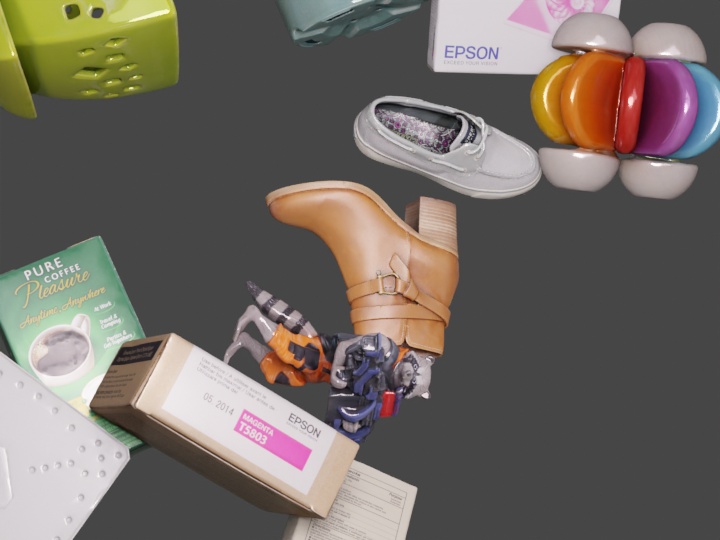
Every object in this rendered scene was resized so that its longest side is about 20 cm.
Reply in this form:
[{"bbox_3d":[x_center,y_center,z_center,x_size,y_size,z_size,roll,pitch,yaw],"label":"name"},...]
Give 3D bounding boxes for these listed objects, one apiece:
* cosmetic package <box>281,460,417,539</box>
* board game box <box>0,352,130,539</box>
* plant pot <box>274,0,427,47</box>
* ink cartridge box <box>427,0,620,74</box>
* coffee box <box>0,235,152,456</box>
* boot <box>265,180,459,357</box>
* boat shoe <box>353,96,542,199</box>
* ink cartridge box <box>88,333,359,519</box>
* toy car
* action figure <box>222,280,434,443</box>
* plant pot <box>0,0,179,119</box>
[{"bbox_3d":[-0.024,0.269,1.488,0.103,0.073,0.201,24,45,-5],"label":"cosmetic package"},{"bbox_3d":[-0.337,0.186,1.483,0.199,0.026,0.201,35,82,6],"label":"board game box"},{"bbox_3d":[-0.028,-0.338,1.651,0.198,0.200,0.198,-17,87,-16],"label":"plant pot"},{"bbox_3d":[0.171,-0.299,1.696,0.194,0.043,0.202,-1,111,-11],"label":"ink cartridge box"},{"bbox_3d":[-0.256,0.082,1.548,0.122,0.044,0.202,-24,81,-17],"label":"coffee box"},{"bbox_3d":[0.000,0.000,1.613,0.197,0.074,0.157,7,77,-7],"label":"boot"},{"bbox_3d":[0.093,-0.125,1.666,0.198,0.072,0.071,14,71,-9],"label":"boat shoe"},{"bbox_3d":[-0.121,0.136,1.458,0.199,0.164,0.076,33,73,-17],"label":"ink cartridge box"},{"bbox_3d":[0.275,-0.162,1.655,0.198,0.150,0.177,5,92,-18],"label":"toy car"},{"bbox_3d":[-0.021,0.071,1.530,0.191,0.201,0.106,16,59,-5],"label":"action figure"},{"bbox_3d":[-0.284,-0.265,1.567,0.180,0.200,0.201,-20,79,-9],"label":"plant pot"}]
